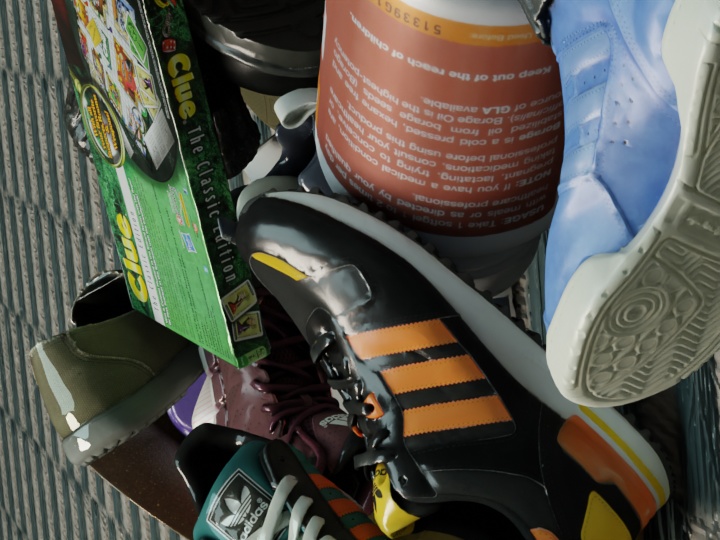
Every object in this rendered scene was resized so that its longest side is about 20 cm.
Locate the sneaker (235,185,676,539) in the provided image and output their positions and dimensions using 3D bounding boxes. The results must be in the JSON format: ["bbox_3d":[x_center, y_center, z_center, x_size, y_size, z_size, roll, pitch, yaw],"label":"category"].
[{"bbox_3d":[0.020,0.052,1.046,0.200,0.090,0.070,37,161,6],"label":"sneaker"}]

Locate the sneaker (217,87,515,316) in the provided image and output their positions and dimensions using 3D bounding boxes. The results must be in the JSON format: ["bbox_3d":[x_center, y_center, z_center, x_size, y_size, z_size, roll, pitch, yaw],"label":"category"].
[{"bbox_3d":[0.000,0.000,1.210,0.080,0.129,0.200,-116,24,-53],"label":"sneaker"}]

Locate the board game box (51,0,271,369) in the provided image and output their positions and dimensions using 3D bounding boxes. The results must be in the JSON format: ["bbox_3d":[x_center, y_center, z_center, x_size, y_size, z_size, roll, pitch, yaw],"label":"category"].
[{"bbox_3d":[-0.094,-0.061,1.227,0.105,0.023,0.201,24,134,52],"label":"board game box"}]

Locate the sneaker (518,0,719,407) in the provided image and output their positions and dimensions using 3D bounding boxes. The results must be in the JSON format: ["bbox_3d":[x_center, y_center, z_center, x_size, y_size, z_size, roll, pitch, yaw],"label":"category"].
[{"bbox_3d":[0.094,-0.055,0.927,0.201,0.076,0.111,103,150,-42],"label":"sneaker"}]

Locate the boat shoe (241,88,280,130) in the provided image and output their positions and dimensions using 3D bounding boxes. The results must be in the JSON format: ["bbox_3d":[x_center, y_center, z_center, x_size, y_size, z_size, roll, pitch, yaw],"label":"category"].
[{"bbox_3d":[-0.053,-0.168,1.463,0.072,0.066,0.202,19,137,51],"label":"boat shoe"}]

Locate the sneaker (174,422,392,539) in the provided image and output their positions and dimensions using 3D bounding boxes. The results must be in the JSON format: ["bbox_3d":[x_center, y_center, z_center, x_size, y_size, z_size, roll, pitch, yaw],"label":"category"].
[{"bbox_3d":[-0.025,0.116,1.075,0.072,0.080,0.200,-52,24,-1],"label":"sneaker"}]

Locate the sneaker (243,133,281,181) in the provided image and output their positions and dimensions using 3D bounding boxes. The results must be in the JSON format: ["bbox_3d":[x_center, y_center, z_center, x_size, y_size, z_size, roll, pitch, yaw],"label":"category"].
[{"bbox_3d":[0.010,-0.053,1.307,0.085,0.073,0.200,56,160,1],"label":"sneaker"}]

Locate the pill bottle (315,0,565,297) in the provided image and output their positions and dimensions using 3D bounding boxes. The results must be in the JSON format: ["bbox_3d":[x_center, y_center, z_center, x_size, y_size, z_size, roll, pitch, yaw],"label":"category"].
[{"bbox_3d":[0.039,-0.078,1.051,0.201,0.111,0.113,97,160,-53],"label":"pill bottle"}]

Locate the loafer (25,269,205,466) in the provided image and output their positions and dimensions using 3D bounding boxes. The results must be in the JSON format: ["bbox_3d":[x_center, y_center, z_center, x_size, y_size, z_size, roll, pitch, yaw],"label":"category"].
[{"bbox_3d":[-0.097,0.021,1.352,0.075,0.200,0.070,-33,97,31],"label":"loafer"}]

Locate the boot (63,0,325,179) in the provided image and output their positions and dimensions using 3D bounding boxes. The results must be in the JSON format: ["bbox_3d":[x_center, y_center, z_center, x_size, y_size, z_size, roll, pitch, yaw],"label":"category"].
[{"bbox_3d":[-0.070,-0.095,1.268,0.211,0.079,0.159,39,145,41],"label":"boot"}]

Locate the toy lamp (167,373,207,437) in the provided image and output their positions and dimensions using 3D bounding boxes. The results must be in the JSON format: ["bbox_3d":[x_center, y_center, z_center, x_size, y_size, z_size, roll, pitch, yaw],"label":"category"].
[{"bbox_3d":[-0.071,0.064,1.523,0.200,0.058,0.059,-24,-72,-84],"label":"toy lamp"}]

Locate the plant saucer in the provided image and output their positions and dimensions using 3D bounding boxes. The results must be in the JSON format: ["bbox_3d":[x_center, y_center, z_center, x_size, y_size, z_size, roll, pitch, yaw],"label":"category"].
[{"bbox_3d":[-0.077,0.117,1.516,0.037,0.200,0.200,-57,23,6],"label":"plant saucer"}]

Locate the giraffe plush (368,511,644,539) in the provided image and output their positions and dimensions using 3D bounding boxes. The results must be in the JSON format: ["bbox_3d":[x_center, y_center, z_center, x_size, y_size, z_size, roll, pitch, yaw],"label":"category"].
[{"bbox_3d":[0.048,0.174,1.110,0.200,0.171,0.163,91,-172,-66],"label":"giraffe plush"}]

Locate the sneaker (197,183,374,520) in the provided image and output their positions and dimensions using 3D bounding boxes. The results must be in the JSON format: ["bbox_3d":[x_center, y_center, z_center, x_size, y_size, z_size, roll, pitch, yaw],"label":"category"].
[{"bbox_3d":[-0.022,0.054,1.270,0.115,0.075,0.201,-13,78,59],"label":"sneaker"}]

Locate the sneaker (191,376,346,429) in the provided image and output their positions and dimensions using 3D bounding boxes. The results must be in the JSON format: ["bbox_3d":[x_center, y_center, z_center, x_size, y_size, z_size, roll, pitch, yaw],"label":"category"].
[{"bbox_3d":[-0.025,0.105,1.374,0.075,0.104,0.201,29,-135,-50],"label":"sneaker"}]
